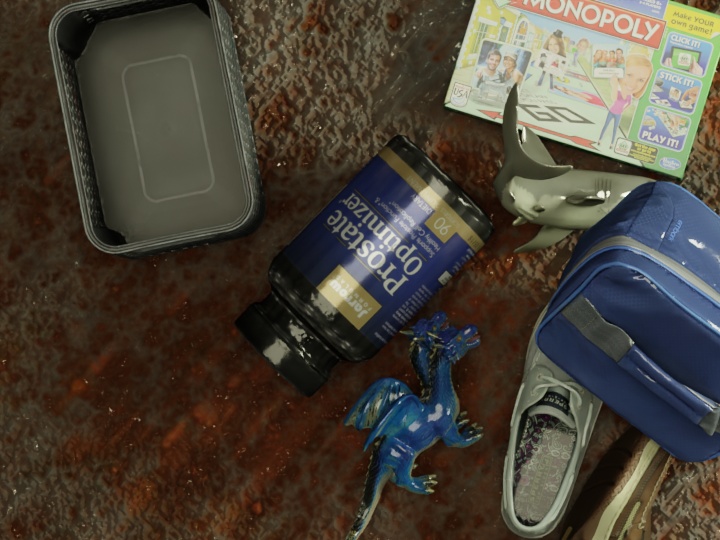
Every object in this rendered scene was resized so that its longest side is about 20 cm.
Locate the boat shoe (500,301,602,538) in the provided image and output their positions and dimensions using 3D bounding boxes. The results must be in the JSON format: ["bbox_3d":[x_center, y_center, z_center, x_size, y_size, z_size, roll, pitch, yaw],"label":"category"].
[{"bbox_3d":[0.155,0.113,1.730,0.070,0.072,0.201,13,87,5],"label":"boat shoe"}]

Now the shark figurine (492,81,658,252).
[{"bbox_3d":[0.137,-0.079,1.705,0.128,0.214,0.090,-23,68,29],"label":"shark figurine"}]

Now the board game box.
[{"bbox_3d":[0.180,-0.165,1.763,0.200,0.029,0.135,17,90,5],"label":"board game box"}]

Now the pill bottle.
[{"bbox_3d":[0.000,0.000,1.727,0.112,0.112,0.200,44,91,5],"label":"pill bottle"}]

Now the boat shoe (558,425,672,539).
[{"bbox_3d":[0.200,0.214,1.731,0.075,0.075,0.203,31,96,-9],"label":"boat shoe"}]

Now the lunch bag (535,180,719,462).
[{"bbox_3d":[0.241,0.050,1.666,0.200,0.136,0.132,37,46,-4],"label":"lunch bag"}]

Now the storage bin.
[{"bbox_3d":[-0.160,-0.117,1.753,0.135,0.094,0.200,-11,88,3],"label":"storage bin"}]

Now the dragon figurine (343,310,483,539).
[{"bbox_3d":[0.027,0.122,1.725,0.200,0.059,0.099,-45,117,0],"label":"dragon figurine"}]
